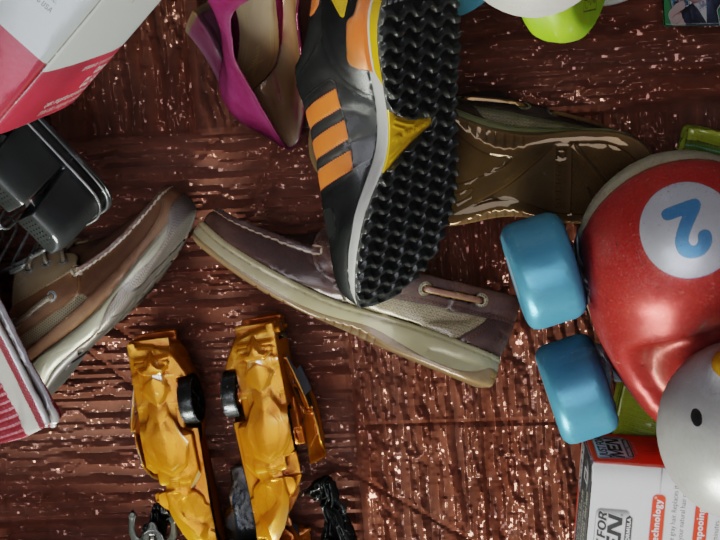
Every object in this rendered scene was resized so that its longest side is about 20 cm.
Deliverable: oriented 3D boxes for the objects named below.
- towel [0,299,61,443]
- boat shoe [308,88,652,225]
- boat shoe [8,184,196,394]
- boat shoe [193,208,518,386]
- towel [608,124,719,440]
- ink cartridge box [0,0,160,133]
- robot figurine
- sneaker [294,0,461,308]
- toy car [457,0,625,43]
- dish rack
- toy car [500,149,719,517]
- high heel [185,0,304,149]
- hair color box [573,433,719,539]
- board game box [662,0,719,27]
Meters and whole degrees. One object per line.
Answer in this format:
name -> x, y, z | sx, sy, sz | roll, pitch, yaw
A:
towel -> -0.276, 0.046, 0.953 | 0.199, 0.023, 0.145 | -14, 106, 40
boat shoe -> 0.071, -0.070, 0.903 | 0.199, 0.072, 0.073 | 4, 112, 8
boat shoe -> -0.184, 0.016, 0.958 | 0.072, 0.076, 0.200 | 45, 103, -1
boat shoe -> 0.000, 0.000, 0.929 | 0.199, 0.072, 0.072 | 24, 88, 2
towel -> 0.211, 0.018, 0.929 | 0.086, 0.018, 0.201 | 14, 104, 6
ink cartridge box -> -0.148, -0.194, 0.748 | 0.145, 0.145, 0.200 | 44, 105, -3
robot figurine -> -0.078, 0.132, 0.975 | 0.144, 0.058, 0.201 | -8, 100, 10
sneaker -> 0.002, -0.080, 0.849 | 0.090, 0.070, 0.201 | 33, 130, 40
toy car -> 0.076, -0.221, 0.826 | 0.149, 0.175, 0.201 | 0, 103, 27
dish rack -> -0.262, -0.051, 0.924 | 0.199, 0.055, 0.154 | -20, 119, 43
toy car -> 0.192, 0.053, 0.811 | 0.183, 0.200, 0.177 | -18, 127, 4
high heel -> -0.044, -0.134, 0.854 | 0.067, 0.200, 0.096 | -38, 89, -14
hair color box -> 0.230, 0.157, 0.925 | 0.199, 0.061, 0.102 | 4, 102, 1
board game box -> 0.229, -0.195, 0.801 | 0.029, 0.200, 0.135 | -10, 103, -29
